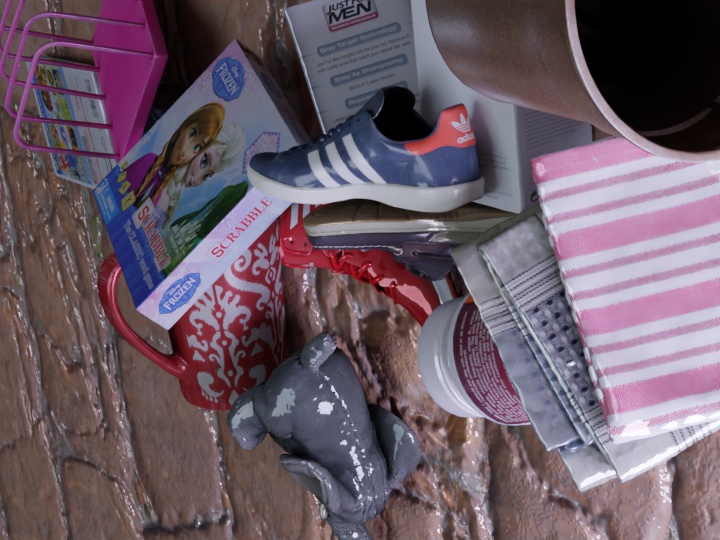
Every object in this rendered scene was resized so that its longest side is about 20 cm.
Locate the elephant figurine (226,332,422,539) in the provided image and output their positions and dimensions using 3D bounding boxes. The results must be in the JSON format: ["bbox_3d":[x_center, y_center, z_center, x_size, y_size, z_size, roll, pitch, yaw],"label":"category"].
[{"bbox_3d":[-0.014,0.170,1.509,0.141,0.155,0.200,-36,85,11],"label":"elephant figurine"}]

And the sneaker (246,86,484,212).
[{"bbox_3d":[0.001,-0.095,1.222,0.200,0.075,0.085,4,107,31],"label":"sneaker"}]

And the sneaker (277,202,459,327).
[{"bbox_3d":[0.000,0.000,1.377,0.200,0.115,0.078,60,168,27],"label":"sneaker"}]

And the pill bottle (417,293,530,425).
[{"bbox_3d":[0.137,0.056,1.226,0.200,0.114,0.114,-13,95,56],"label":"pill bottle"}]

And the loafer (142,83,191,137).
[{"bbox_3d":[-0.169,-0.150,1.619,0.200,0.063,0.072,16,133,56],"label":"loafer"}]

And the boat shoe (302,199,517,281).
[{"bbox_3d":[0.057,-0.023,1.250,0.072,0.200,0.065,-90,-3,-71],"label":"boat shoe"}]

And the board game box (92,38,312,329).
[{"bbox_3d":[-0.137,-0.080,1.438,0.200,0.041,0.200,-45,37,11],"label":"board game box"}]

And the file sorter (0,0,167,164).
[{"bbox_3d":[-0.279,-0.222,1.602,0.200,0.125,0.139,-110,34,-43],"label":"file sorter"}]

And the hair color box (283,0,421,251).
[{"bbox_3d":[0.017,-0.125,1.311,0.061,0.099,0.200,-68,-39,-87],"label":"hair color box"}]

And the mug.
[{"bbox_3d":[-0.154,0.025,1.586,0.133,0.177,0.200,-102,5,-65],"label":"mug"}]

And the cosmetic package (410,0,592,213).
[{"bbox_3d":[0.102,-0.152,1.206,0.113,0.081,0.200,20,120,49],"label":"cosmetic package"}]

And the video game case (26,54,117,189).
[{"bbox_3d":[-0.309,-0.160,1.814,0.200,0.018,0.143,19,126,56],"label":"video game case"}]

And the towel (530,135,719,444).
[{"bbox_3d":[0.204,0.001,1.068,0.030,0.146,0.200,42,-147,-77],"label":"towel"}]

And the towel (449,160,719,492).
[{"bbox_3d":[0.184,0.025,1.093,0.193,0.200,0.035,62,-174,10],"label":"towel"}]

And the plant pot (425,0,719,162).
[{"bbox_3d":[0.152,-0.174,1.037,0.198,0.200,0.201,14,117,59],"label":"plant pot"}]
